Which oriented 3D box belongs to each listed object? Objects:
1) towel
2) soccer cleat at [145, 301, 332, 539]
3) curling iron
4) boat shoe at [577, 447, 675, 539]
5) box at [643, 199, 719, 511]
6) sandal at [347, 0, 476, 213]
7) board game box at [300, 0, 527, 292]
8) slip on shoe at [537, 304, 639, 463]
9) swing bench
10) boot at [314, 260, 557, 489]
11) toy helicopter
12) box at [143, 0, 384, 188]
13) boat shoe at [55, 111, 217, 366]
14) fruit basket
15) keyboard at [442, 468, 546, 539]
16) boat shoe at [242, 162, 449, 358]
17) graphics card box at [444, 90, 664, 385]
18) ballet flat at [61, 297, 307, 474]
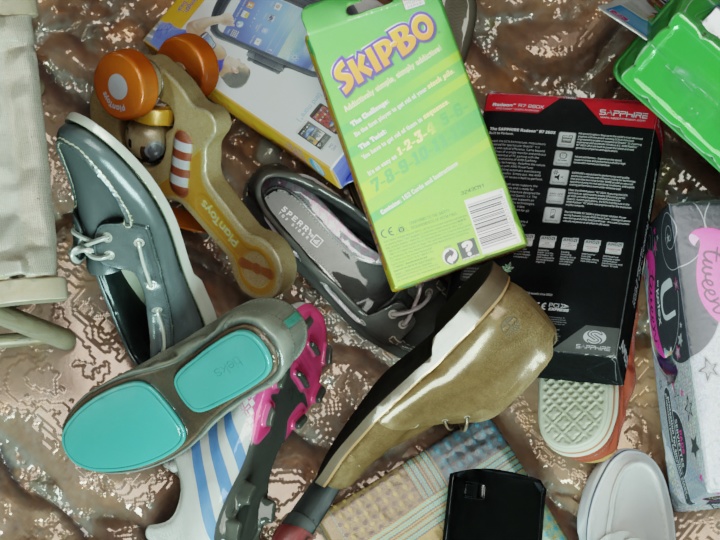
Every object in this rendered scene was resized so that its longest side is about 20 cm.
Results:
[{"bbox_3d":[0.079,0.217,1.725,0.147,0.022,0.200,-30,81,-10],"label":"towel"},{"bbox_3d":[-0.086,0.106,1.710,0.086,0.070,0.200,6,62,28],"label":"soccer cleat"},{"bbox_3d":[-0.036,0.181,1.695,0.050,0.026,0.200,15,53,20],"label":"curling iron"},{"bbox_3d":[0.188,0.210,1.698,0.074,0.065,0.200,9,66,-18],"label":"boat shoe"},{"bbox_3d":[0.271,0.055,1.727,0.132,0.115,0.200,-5,78,-6],"label":"box"},{"bbox_3d":[0.041,-0.119,1.772,0.082,0.055,0.200,15,83,-1],"label":"sandal"},{"bbox_3d":[0.034,-0.095,1.692,0.095,0.030,0.200,-18,87,-8],"label":"board game box"},{"bbox_3d":[0.161,0.041,1.753,0.074,0.061,0.200,-3,64,22],"label":"slip on shoe"},{"bbox_3d":[-0.262,-0.055,1.660,0.130,0.200,0.199,-6,78,-6],"label":"swing bench"},{"bbox_3d":[0.048,0.088,1.663,0.075,0.074,0.200,40,114,-10],"label":"boot"},{"bbox_3d":[-0.118,-0.055,1.716,0.200,0.132,0.079,51,39,15],"label":"toy helicopter"},{"bbox_3d":[-0.038,-0.147,1.750,0.200,0.041,0.119,34,79,23],"label":"box"},{"bbox_3d":[-0.158,-0.015,1.677,0.062,0.200,0.073,-42,40,-22],"label":"boat shoe"},{"bbox_3d":[0.257,-0.135,1.731,0.185,0.200,0.094,43,116,7],"label":"fruit basket"},{"bbox_3d":[0.066,0.231,1.701,0.104,0.040,0.200,14,75,-25],"label":"keyboard"},{"bbox_3d":[0.000,0.000,1.739,0.200,0.057,0.067,39,86,-1],"label":"boat shoe"},{"bbox_3d":[0.132,-0.024,1.727,0.125,0.051,0.200,5,62,14],"label":"graphics card box"},{"bbox_3d":[-0.113,0.078,1.681,0.200,0.064,0.067,-29,97,32],"label":"ballet flat"}]
